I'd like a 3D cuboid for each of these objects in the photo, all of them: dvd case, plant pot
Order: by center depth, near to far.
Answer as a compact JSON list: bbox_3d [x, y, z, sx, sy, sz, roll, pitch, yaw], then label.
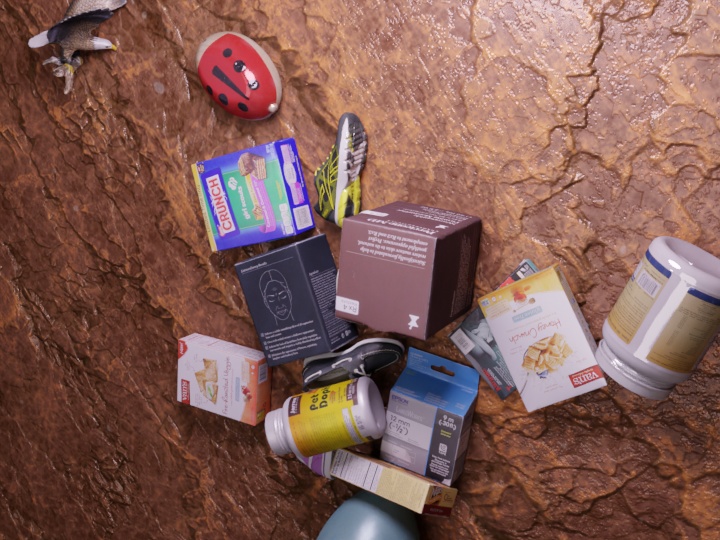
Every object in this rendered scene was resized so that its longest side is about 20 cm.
[{"bbox_3d":[0.255,0.100,1.416,0.146,0.022,0.200,48,118,11],"label":"dvd case"},{"bbox_3d":[0.028,0.475,1.553,0.198,0.200,0.136,14,75,26],"label":"plant pot"}]

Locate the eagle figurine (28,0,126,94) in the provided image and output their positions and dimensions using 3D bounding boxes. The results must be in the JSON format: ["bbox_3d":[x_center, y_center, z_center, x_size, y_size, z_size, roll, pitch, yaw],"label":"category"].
[{"bbox_3d":[-0.542,-0.471,1.675,0.152,0.150,0.201,50,131,22],"label":"eagle figurine"}]

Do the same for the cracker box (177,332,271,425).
[{"bbox_3d":[-0.274,0.215,1.719,0.198,0.058,0.136,12,107,27],"label":"cracker box"}]

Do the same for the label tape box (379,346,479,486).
[{"bbox_3d":[0.120,0.254,1.503,0.142,0.066,0.202,17,111,25],"label":"label tape box"}]

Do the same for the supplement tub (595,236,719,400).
[{"bbox_3d":[0.438,0.069,1.234,0.144,0.144,0.202,33,115,19],"label":"supplement tub"}]

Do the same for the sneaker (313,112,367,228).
[{"bbox_3d":[-0.044,-0.174,1.488,0.084,0.074,0.203,14,108,26],"label":"sneaker"}]

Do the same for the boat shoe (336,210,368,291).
[{"bbox_3d":[0.002,0.000,1.496,0.074,0.066,0.202,14,105,-7],"label":"boat shoe"}]

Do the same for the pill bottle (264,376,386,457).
[{"bbox_3d":[-0.062,0.261,1.502,0.198,0.109,0.111,-18,93,15],"label":"pill bottle"}]

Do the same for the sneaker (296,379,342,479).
[{"bbox_3d":[-0.081,0.286,1.622,0.113,0.072,0.203,21,110,29],"label":"sneaker"}]

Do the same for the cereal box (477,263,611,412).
[{"bbox_3d":[0.290,0.109,1.363,0.143,0.039,0.202,-26,88,31],"label":"cereal box"}]

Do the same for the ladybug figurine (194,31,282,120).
[{"bbox_3d":[-0.226,-0.349,1.551,0.199,0.072,0.137,38,117,16],"label":"ladybug figurine"}]

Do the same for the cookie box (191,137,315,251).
[{"bbox_3d":[-0.199,-0.137,1.584,0.198,0.075,0.173,-10,98,31],"label":"cookie box"}]

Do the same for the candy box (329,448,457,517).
[{"bbox_3d":[0.057,0.372,1.515,0.198,0.115,0.056,13,80,35],"label":"candy box"}]

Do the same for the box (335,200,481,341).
[{"bbox_3d":[0.080,-0.006,1.386,0.164,0.200,0.166,13,108,25],"label":"box"}]

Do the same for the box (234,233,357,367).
[{"bbox_3d":[-0.116,0.055,1.564,0.147,0.107,0.202,-16,95,31],"label":"box"}]

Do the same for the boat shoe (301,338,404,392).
[{"bbox_3d":[-0.013,0.175,1.537,0.198,0.061,0.076,-19,133,24],"label":"boat shoe"}]
